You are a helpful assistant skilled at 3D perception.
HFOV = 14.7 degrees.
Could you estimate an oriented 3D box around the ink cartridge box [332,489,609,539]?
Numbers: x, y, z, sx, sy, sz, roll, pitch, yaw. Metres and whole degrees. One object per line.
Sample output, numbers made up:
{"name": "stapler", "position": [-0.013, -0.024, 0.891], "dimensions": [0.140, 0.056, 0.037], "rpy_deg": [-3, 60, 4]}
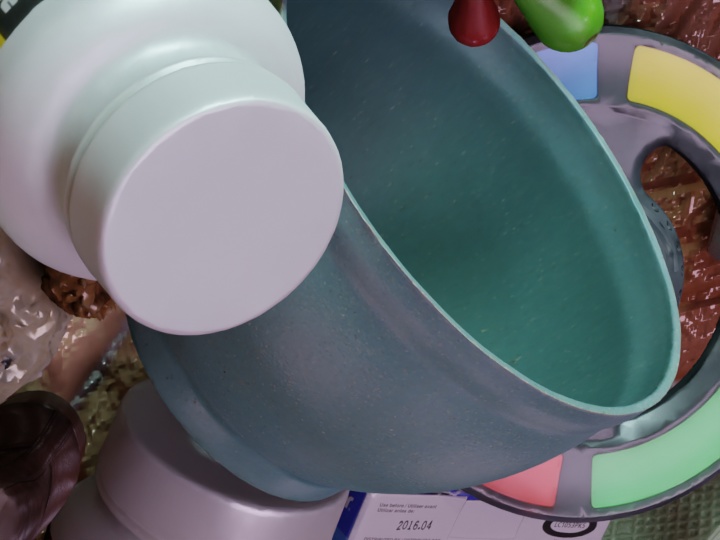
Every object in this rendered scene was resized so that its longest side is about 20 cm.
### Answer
{"name": "ink cartridge box", "position": [0.019, 0.130, 1.188], "dimensions": [0.136, 0.076, 0.201], "rpy_deg": [5, 119, -36]}

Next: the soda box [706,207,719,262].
{"name": "soda box", "position": [0.254, -0.028, 1.231], "dimensions": [0.199, 0.068, 0.064], "rpy_deg": [-4, 117, -30]}

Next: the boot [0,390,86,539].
{"name": "boot", "position": [-0.173, 0.125, 0.977], "dimensions": [0.064, 0.200, 0.187], "rpy_deg": [38, 98, -5]}

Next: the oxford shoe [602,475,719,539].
{"name": "oxford shoe", "position": [0.146, 0.124, 1.269], "dimensions": [0.199, 0.075, 0.058], "rpy_deg": [-35, 132, -13]}

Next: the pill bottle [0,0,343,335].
{"name": "pill bottle", "position": [-0.085, -0.066, 0.895], "dimensions": [0.111, 0.200, 0.112], "rpy_deg": [-17, 129, -23]}

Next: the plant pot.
{"name": "plant pot", "position": [0.000, 0.000, 1.006], "dimensions": [0.134, 0.201, 0.200], "rpy_deg": [-38, 139, 29]}

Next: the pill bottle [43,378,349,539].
{"name": "pill bottle", "position": [-0.082, 0.151, 1.111], "dimensions": [0.114, 0.114, 0.201], "rpy_deg": [6, 117, -36]}

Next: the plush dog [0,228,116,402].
{"name": "plush dog", "position": [-0.178, 0.014, 0.956], "dimensions": [0.199, 0.161, 0.171], "rpy_deg": [-29, 159, 35]}

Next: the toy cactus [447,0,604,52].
{"name": "toy cactus", "position": [0.014, -0.155, 0.959], "dimensions": [0.165, 0.102, 0.201], "rpy_deg": [-36, 122, -31]}

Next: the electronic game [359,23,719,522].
{"name": "electronic game", "position": [0.092, 0.002, 1.119], "dimensions": [0.199, 0.042, 0.202], "rpy_deg": [-2, 99, -14]}
